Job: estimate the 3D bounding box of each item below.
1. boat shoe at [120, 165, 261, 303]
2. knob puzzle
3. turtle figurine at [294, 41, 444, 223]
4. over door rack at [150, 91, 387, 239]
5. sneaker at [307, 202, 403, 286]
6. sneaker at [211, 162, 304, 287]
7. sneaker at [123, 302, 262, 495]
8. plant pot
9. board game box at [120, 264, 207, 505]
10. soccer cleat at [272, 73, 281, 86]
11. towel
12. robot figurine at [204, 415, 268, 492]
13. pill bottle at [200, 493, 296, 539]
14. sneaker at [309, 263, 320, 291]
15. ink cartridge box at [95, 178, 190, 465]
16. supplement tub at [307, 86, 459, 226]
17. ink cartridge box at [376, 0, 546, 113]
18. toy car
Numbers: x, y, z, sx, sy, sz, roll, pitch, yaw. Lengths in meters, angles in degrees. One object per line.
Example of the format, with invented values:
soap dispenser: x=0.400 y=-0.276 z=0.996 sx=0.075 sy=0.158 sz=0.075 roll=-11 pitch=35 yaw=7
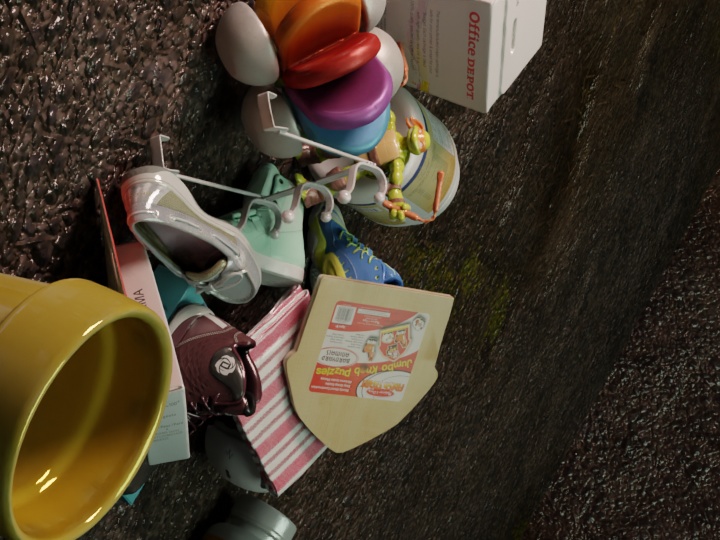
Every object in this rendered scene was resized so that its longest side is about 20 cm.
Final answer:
boat shoe: x=-0.160 y=-0.020 z=1.417 sx=0.202 sy=0.074 sz=0.065 roll=52 pitch=27 yaw=-48
knob puzzle: x=-0.002 y=0.106 z=1.650 sx=0.217 sy=0.030 sz=0.223 roll=-12 pitch=117 yaw=-24
turtle figurine: x=0.008 y=-0.133 z=1.590 sx=0.064 sy=0.159 sz=0.203 roll=33 pitch=45 yaw=-73
over door rack: x=-0.086 y=-0.085 z=1.422 sx=0.199 sy=0.146 sz=0.068 roll=29 pitch=52 yaw=-50
sneaker: x=0.000 y=0.000 z=1.727 sx=0.076 sy=0.104 sz=0.202 roll=44 pitch=34 yaw=-57
sneaker: x=-0.130 y=-0.060 z=1.545 sx=0.200 sy=0.073 sz=0.120 roll=22 pitch=66 yaw=-54
sneaker: x=-0.164 y=0.140 z=1.445 sx=0.202 sy=0.114 sz=0.076 roll=-66 pitch=158 yaw=-5
plant pot: x=-0.278 y=0.087 z=1.159 sx=0.201 sy=0.187 sz=0.202 roll=-48 pitch=151 yaw=-39
board game box: x=-0.220 y=0.118 z=1.512 sx=0.201 sy=0.046 sz=0.151 roll=-59 pitch=157 yaw=-21
soccer cleat: x=-0.044 y=-0.225 z=1.549 sx=0.202 sy=0.076 sz=0.067 roll=-67 pitch=158 yaw=-1
towel: x=-0.082 y=0.133 z=1.634 sx=0.146 sy=0.030 sz=0.202 roll=-42 pitch=130 yaw=-26
robot figurine: x=-0.099 y=0.157 z=1.724 sx=0.202 sy=0.149 sz=0.125 roll=-64 pitch=-158 yaw=-7
pill bottle: x=-0.162 y=0.381 z=1.815 sx=0.201 sy=0.112 sz=0.113 roll=-58 pitch=157 yaw=-20
sneaker: x=0.000 y=0.065 z=1.873 sx=0.114 sy=0.072 sz=0.203 roll=-33 pitch=117 yaw=-64
ink cartridge box: x=-0.195 y=0.041 z=1.331 sx=0.043 sy=0.201 sz=0.175 roll=-9 pitch=133 yaw=-13
supplement tub: x=0.031 y=-0.131 z=1.725 sx=0.146 sy=0.143 sz=0.200 roll=-66 pitch=158 yaw=-1
ink cartridge box: x=0.089 y=-0.295 z=1.624 sx=0.145 sy=0.198 sz=0.148 roll=-49 pitch=153 yaw=-36
toy car: x=-0.030 y=-0.195 z=1.439 sx=0.174 sy=0.150 sz=0.202 roll=-31 pitch=132 yaw=-16
